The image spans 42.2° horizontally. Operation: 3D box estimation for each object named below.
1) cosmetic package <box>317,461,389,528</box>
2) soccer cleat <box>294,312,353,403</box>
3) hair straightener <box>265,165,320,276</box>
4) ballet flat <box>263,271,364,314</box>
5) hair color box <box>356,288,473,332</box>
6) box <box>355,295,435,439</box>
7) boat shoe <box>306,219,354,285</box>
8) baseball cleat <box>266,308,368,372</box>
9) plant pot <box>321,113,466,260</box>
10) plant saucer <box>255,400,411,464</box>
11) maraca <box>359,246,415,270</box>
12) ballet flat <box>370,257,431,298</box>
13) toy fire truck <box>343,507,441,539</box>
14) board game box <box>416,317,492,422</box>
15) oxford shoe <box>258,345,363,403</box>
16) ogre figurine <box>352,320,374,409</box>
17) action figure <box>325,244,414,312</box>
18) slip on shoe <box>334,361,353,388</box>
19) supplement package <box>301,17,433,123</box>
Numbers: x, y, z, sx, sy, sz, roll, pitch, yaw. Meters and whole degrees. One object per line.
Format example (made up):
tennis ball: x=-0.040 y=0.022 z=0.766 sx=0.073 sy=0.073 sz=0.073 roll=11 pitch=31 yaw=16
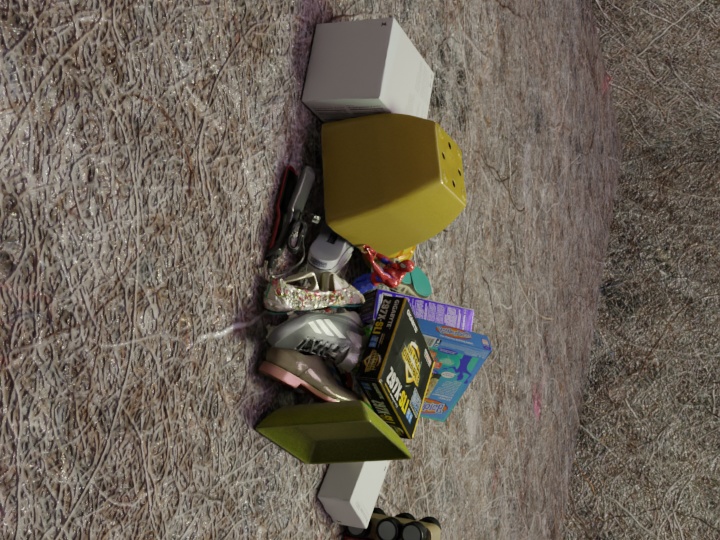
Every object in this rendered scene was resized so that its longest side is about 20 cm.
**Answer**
cosmetic package: x=-0.002 y=0.364 z=1.739 sx=0.200 sy=0.071 sz=0.102 roll=-67 pitch=147 yaw=-36
soccer cleat: x=-0.084 y=0.154 z=1.561 sx=0.086 sy=0.070 sz=0.201 roll=-30 pitch=108 yaw=-14
hair straightener: x=-0.106 y=-0.080 z=1.487 sx=0.041 sy=0.077 sz=0.201 roll=49 pitch=50 yaw=-49
ballet flat: x=-0.069 y=0.033 z=1.515 sx=0.199 sy=0.075 sz=0.064 roll=-4 pitch=101 yaw=-42
hair color box: x=0.101 y=0.090 z=1.767 sx=0.109 sy=0.199 sz=0.065 roll=151 pitch=-49 yaw=-69
box: x=0.062 y=0.165 z=1.555 sx=0.200 sy=0.049 sz=0.160 roll=65 pitch=39 yaw=-48
boat shoe: x=-0.051 y=-0.038 z=1.629 sx=0.200 sy=0.073 sz=0.066 roll=-48 pitch=160 yaw=-58
baseball cleat: x=-0.054 y=0.112 z=1.467 sx=0.200 sy=0.070 sz=0.107 roll=-9 pitch=61 yaw=-46
plant pot: x=0.069 y=-0.155 z=1.592 sx=0.195 sy=0.199 sz=0.195 roll=34 pitch=48 yaw=-57
plant saucer: x=-0.039 y=0.261 z=1.520 sx=0.200 sy=0.199 sz=0.048 roll=50 pitch=38 yaw=-54
maraca: x=0.056 y=-0.049 z=1.793 sx=0.137 sy=0.107 sz=0.200 roll=-58 pitch=159 yaw=-17
ballet flat: x=0.073 y=0.017 z=1.739 sx=0.200 sy=0.069 sz=0.070 roll=32 pitch=64 yaw=-63
toy fire truck: x=0.062 y=0.562 z=1.765 sx=0.129 sy=0.175 sz=0.201 roll=16 pitch=78 yaw=-64
board game box: x=0.132 y=0.190 z=1.747 sx=0.045 sy=0.152 sz=0.200 roll=-102 pitch=-147 yaw=-52
oxford shoe: x=-0.066 y=0.170 z=1.506 sx=0.200 sy=0.071 sz=0.074 roll=30 pitch=76 yaw=-30
ogre figurine: x=0.028 y=0.176 z=1.688 sx=0.120 sy=0.098 sz=0.201 roll=107 pitch=-7 yaw=-56
action figure: x=0.000 y=0.000 z=1.596 sx=0.099 sy=0.199 sz=0.065 roll=56 pitch=39 yaw=-20
slip on shoe: x=-0.036 y=0.240 z=1.666 sx=0.061 sy=0.074 sz=0.201 roll=-33 pitch=116 yaw=-63
supplement package: x=0.018 y=-0.323 z=1.640 sx=0.200 sy=0.150 sz=0.152 roll=36 pitch=60 yaw=-60
